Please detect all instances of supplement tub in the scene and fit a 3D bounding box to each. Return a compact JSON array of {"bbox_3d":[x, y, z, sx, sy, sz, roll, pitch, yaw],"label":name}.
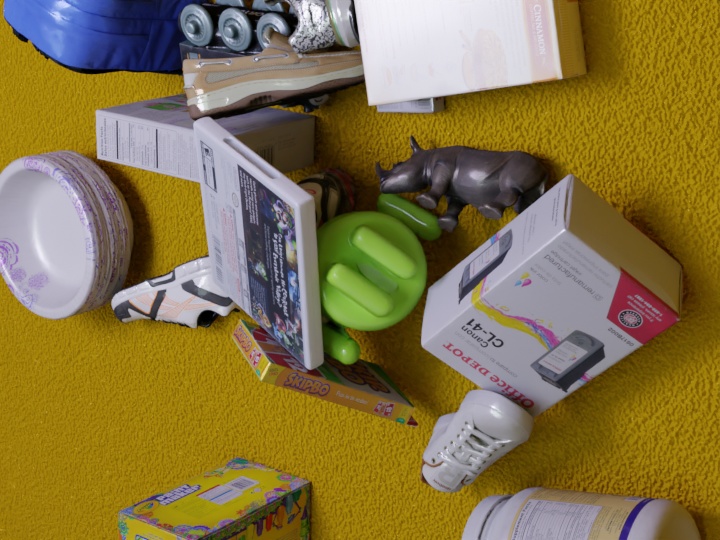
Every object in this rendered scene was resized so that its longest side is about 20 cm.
[{"bbox_3d":[0.208,0.283,1.260,0.199,0.145,0.147,-2,100,38],"label":"supplement tub"}]

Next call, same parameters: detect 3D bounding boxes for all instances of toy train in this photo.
[{"bbox_3d":[-0.112,-0.233,1.426,0.199,0.085,0.115,14,123,32],"label":"toy train"}]

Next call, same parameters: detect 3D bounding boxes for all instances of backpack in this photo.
[{"bbox_3d":[-0.286,-0.312,1.460,0.162,0.199,0.169,34,120,27],"label":"backpack"}]

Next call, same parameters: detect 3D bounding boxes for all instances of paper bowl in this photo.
[{"bbox_3d":[-0.360,-0.047,1.648,0.199,0.104,0.203,11,108,35],"label":"paper bowl"}]

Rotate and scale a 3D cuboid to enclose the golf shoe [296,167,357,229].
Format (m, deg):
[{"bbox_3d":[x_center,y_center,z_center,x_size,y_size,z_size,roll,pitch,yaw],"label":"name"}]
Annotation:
[{"bbox_3d":[-0.087,-0.031,1.447,0.073,0.092,0.200,47,127,17],"label":"golf shoe"}]

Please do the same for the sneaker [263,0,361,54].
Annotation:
[{"bbox_3d":[-0.061,-0.297,1.308,0.088,0.077,0.201,-20,66,4],"label":"sneaker"}]

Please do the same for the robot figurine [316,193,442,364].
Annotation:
[{"bbox_3d":[0.000,0.000,1.331,0.115,0.200,0.176,32,85,-8],"label":"robot figurine"}]

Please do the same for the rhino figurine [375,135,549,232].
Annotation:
[{"bbox_3d":[0.095,-0.087,1.300,0.199,0.088,0.060,14,149,36],"label":"rhino figurine"}]

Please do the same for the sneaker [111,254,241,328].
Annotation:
[{"bbox_3d":[-0.221,0.039,1.582,0.199,0.073,0.081,-19,92,40],"label":"sneaker"}]

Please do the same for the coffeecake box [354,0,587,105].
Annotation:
[{"bbox_3d":[0.098,-0.244,1.239,0.198,0.073,0.155,-4,99,29],"label":"coffeecake box"}]

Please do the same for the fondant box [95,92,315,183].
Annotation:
[{"bbox_3d":[-0.168,-0.145,1.446,0.199,0.144,0.059,16,113,34],"label":"fondant box"}]

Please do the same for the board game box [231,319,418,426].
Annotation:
[{"bbox_3d":[-0.031,0.107,1.366,0.030,0.199,0.096,-59,33,11],"label":"board game box"}]

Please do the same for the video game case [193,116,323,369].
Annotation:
[{"bbox_3d":[-0.099,-0.027,1.300,0.182,0.023,0.201,39,143,40],"label":"video game case"}]

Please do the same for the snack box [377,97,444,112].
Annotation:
[{"bbox_3d":[0.044,-0.259,1.327,0.071,0.024,0.202,6,105,38],"label":"snack box"}]

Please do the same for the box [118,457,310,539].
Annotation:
[{"bbox_3d":[-0.164,0.348,1.534,0.121,0.199,0.195,12,108,35],"label":"box"}]

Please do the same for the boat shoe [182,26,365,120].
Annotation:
[{"bbox_3d":[-0.079,-0.205,1.323,0.072,0.198,0.077,171,87,-83],"label":"boat shoe"}]

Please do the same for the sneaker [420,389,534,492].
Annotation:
[{"bbox_3d":[0.109,0.177,1.299,0.072,0.085,0.200,30,157,-2],"label":"sneaker"}]

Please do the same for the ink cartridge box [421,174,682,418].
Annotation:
[{"bbox_3d":[0.174,0.030,1.222,0.147,0.086,0.200,35,128,-17],"label":"ink cartridge box"}]
